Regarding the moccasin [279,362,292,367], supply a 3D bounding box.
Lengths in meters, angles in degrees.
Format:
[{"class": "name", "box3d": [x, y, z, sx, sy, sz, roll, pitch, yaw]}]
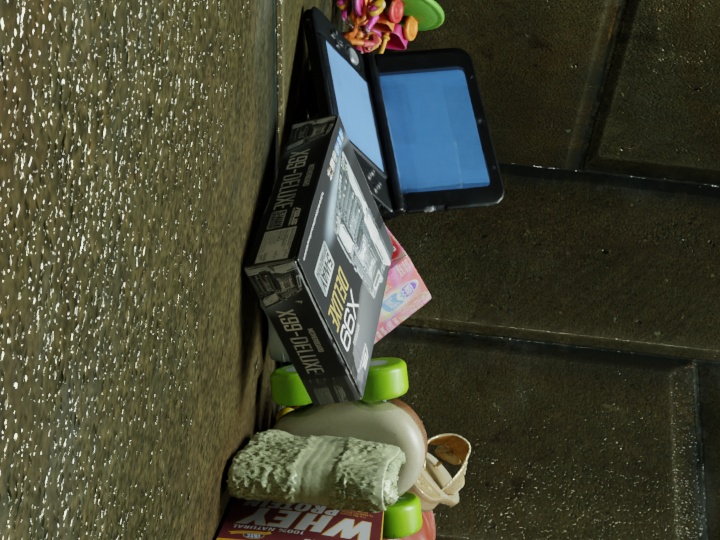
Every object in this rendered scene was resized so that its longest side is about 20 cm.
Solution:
[{"class": "moccasin", "box3d": [-0.053, 0.076, 1.436, 0.201, 0.067, 0.081, 93, 4, -59]}]

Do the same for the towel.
[{"class": "towel", "box3d": [-0.036, 0.168, 1.120, 0.200, 0.146, 0.037, -27, 121, -84]}]

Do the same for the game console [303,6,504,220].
[{"class": "game console", "box3d": [0.042, -0.164, 1.289, 0.176, 0.115, 0.202, 39, 34, -52]}]

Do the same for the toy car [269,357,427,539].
[{"class": "toy car", "box3d": [0.001, 0.160, 1.319, 0.200, 0.156, 0.167, -39, 123, -75]}]

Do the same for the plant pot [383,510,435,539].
[{"class": "plant pot", "box3d": [-0.001, 0.317, 1.377, 0.195, 0.198, 0.204, -127, -137, -78]}]

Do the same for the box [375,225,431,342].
[{"class": "box", "box3d": [0.000, 0.000, 1.365, 0.103, 0.094, 0.200, 53, 0, 17]}]

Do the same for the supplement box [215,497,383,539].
[{"class": "supplement box", "box3d": [-0.056, 0.303, 1.098, 0.197, 0.131, 0.203, -71, 168, -82]}]

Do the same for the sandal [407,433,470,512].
[{"class": "sandal", "box3d": [0.096, 0.219, 1.463, 0.070, 0.078, 0.212, -45, 169, 10]}]

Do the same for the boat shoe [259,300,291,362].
[{"class": "boat shoe", "box3d": [-0.054, 0.022, 1.210, 0.201, 0.066, 0.074, 89, 7, -62]}]

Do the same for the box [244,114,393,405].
[{"class": "box", "box3d": [-0.030, -0.011, 1.124, 0.201, 0.049, 0.159, -76, 150, -48]}]

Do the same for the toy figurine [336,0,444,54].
[{"class": "toy figurine", "box3d": [0.009, -0.283, 1.723, 0.200, 0.149, 0.186, 36, 68, -63]}]

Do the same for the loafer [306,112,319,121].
[{"class": "loafer", "box3d": [0.006, -0.131, 1.366, 0.199, 0.071, 0.074, -23, 128, -44]}]

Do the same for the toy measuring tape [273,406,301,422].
[{"class": "toy measuring tape", "box3d": [-0.038, 0.195, 1.501, 0.199, 0.073, 0.075, 30, 61, -49]}]

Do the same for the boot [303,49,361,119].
[{"class": "boot", "box3d": [-0.034, -0.124, 1.435, 0.201, 0.065, 0.166, 92, 8, -55]}]
